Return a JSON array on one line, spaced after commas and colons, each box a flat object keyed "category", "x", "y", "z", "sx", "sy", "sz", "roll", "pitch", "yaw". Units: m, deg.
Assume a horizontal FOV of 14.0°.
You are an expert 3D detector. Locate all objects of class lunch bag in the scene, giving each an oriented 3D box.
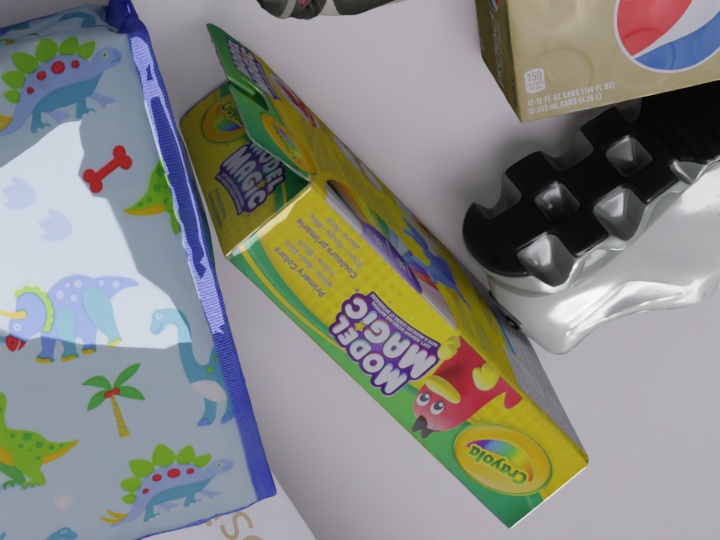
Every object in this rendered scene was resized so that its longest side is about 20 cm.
[{"category": "lunch bag", "x": -0.135, "y": 0.016, "z": 1.091, "sx": 0.170, "sy": 0.127, "sz": 0.201, "roll": -17, "pitch": 102, "yaw": -4}]

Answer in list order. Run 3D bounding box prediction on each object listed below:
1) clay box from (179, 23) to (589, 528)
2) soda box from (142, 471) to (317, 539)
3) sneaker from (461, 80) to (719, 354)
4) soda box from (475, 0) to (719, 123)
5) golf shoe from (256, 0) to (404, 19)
[{"category": "clay box", "x": 0.000, "y": 0.000, "z": 1.130, "sx": 0.048, "sy": 0.115, "sz": 0.200, "roll": -41, "pitch": 118, "yaw": 10}, {"category": "soda box", "x": -0.037, "y": 0.146, "z": 1.181, "sx": 0.068, "sy": 0.064, "sz": 0.200, "roll": -35, "pitch": 98, "yaw": -14}, {"category": "sneaker", "x": 0.139, "y": -0.036, "z": 1.179, "sx": 0.200, "sy": 0.074, "sz": 0.089, "roll": -29, "pitch": 139, "yaw": 0}, {"category": "soda box", "x": 0.145, "y": -0.119, "z": 1.132, "sx": 0.199, "sy": 0.064, "sz": 0.068, "roll": -12, "pitch": 120, "yaw": -6}, {"category": "golf shoe", "x": 0.008, "y": -0.186, "z": 1.069, "sx": 0.088, "sy": 0.077, "sz": 0.200, "roll": 1, "pitch": 122, "yaw": -37}]
